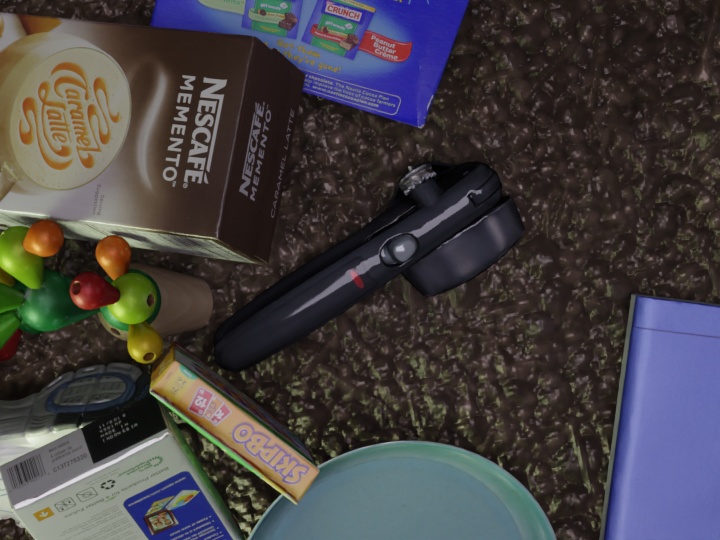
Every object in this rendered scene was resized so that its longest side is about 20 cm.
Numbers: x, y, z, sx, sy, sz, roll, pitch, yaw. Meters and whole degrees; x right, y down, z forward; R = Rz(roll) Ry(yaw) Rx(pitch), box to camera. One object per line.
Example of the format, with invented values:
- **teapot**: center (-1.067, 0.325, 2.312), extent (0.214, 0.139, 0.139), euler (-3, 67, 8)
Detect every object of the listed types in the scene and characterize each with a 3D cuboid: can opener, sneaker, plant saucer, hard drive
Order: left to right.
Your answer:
- **sneaker**: center (-0.207, 0.114, 1.125), extent (0.199, 0.075, 0.087), euler (-6, 121, 7)
- **can opener**: center (0.000, 0.000, 1.134), extent (0.199, 0.063, 0.079), euler (-30, 96, -2)
- **plant saucer**: center (0.021, 0.190, 1.149), extent (0.199, 0.027, 0.201), euler (-2, 106, -8)
- **hard drive**: center (0.217, 0.122, 1.176), extent (0.131, 0.025, 0.201), euler (7, 93, -5)

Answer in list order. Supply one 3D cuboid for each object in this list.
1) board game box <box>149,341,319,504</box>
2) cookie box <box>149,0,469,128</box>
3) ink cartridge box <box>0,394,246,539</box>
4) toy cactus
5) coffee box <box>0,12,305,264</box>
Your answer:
- **board game box**: center (-0.072, 0.081, 1.066), extent (0.095, 0.200, 0.030), euler (38, 90, -5)
- **cookie box**: center (-0.012, -0.196, 1.063), extent (0.170, 0.075, 0.200), euler (17, 132, -5)
- **ink cartridge box**: center (-0.123, 0.149, 1.101), extent (0.094, 0.200, 0.037), euler (-25, 51, -2)
- **toy cactus**: center (-0.154, 0.026, 1.090), extent (0.165, 0.200, 0.103), euler (1, 76, -41)
- **coffee box**: center (-0.144, -0.075, 1.068), extent (0.199, 0.080, 0.115), euler (7, 82, 19)
